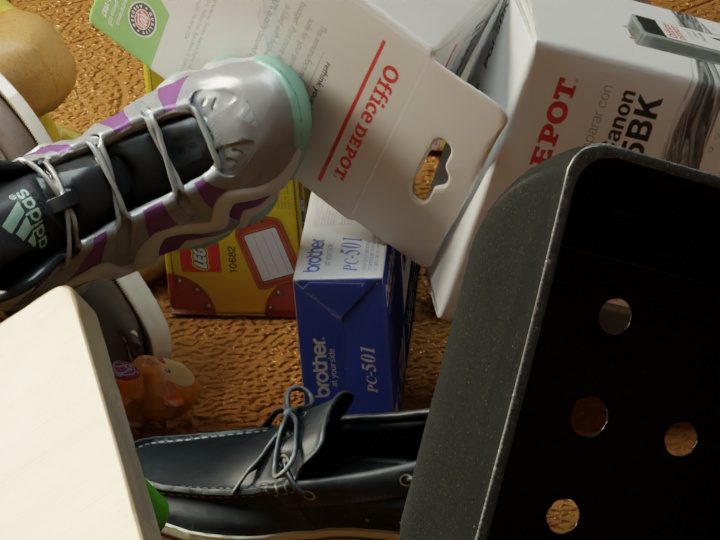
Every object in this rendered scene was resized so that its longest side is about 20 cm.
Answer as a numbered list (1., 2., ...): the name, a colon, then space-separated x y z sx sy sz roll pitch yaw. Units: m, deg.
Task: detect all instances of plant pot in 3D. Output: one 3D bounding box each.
1. plant pot: 0.115 0.065 1.043 0.199 0.201 0.177 14 2 -17

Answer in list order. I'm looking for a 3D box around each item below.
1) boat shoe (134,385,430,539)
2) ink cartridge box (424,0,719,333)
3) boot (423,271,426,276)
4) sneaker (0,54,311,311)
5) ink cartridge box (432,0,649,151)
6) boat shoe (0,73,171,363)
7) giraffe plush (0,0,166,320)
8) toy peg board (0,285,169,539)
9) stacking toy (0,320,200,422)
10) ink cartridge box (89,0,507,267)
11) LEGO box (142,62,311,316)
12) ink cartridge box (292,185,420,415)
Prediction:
1. boat shoe: -0.020 0.084 1.213 0.199 0.063 0.075 1 29 16
2. ink cartridge box: 0.142 -0.033 1.254 0.199 0.147 0.083 13 26 -11
3. boot: 0.145 -0.032 1.392 0.199 0.077 0.168 3 23 31
4. sneaker: -0.123 -0.028 1.213 0.200 0.078 0.140 -31 -6 26
5. ink cartridge box: 0.054 -0.160 1.592 0.199 0.146 0.145 5 28 21
6. boat shoe: -0.171 -0.023 1.345 0.059 0.200 0.072 -33 -3 -32
7. giraffe plush: -0.194 -0.078 1.454 0.199 0.163 0.173 1 27 11
8. toy peg board: -0.146 0.145 1.038 0.200 0.098 0.200 -33 41 9
9. stacking toy: -0.161 0.062 1.262 0.199 0.110 0.116 -7 24 -30
10. ink cartridge box: -0.015 -0.107 1.251 0.200 0.117 0.067 38 47 9
11. LEGO box: -0.055 -0.099 1.430 0.077 0.201 0.149 1 26 11
12. ink cartridge box: 0.000 0.000 1.341 0.044 0.094 0.200 -1 26 6
